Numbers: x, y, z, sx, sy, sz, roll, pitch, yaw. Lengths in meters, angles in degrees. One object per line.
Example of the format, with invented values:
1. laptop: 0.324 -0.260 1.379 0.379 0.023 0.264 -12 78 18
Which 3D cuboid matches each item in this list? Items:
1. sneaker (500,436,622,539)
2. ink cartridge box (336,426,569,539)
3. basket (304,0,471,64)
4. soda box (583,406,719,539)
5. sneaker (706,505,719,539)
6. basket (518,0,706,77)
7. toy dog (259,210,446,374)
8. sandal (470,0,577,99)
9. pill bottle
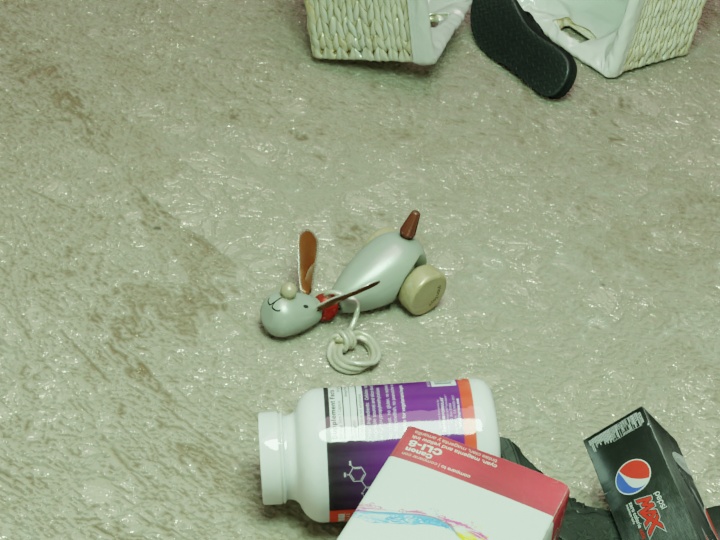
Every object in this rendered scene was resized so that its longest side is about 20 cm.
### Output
1. sneaker: 0.171 0.219 1.566 0.103 0.060 0.200 8 32 -17
2. ink cartridge box: 0.054 0.250 1.413 0.144 0.146 0.200 20 36 13
3. basket: 0.030 -0.369 2.200 0.159 0.201 0.199 1 31 19
4. soda box: 0.254 0.213 1.540 0.063 0.071 0.201 -33 42 16
5. sneaker: 0.362 0.209 1.602 0.198 0.082 0.073 -7 41 -20
6. basket: 0.322 -0.381 2.315 0.160 0.201 0.198 -16 43 -35
7. toy dog: 0.000 0.000 1.791 0.131 0.097 0.200 25 38 21
8. sandal: 0.199 -0.274 2.261 0.048 0.076 0.201 11 34 -46
9. pill bottle: 0.015 0.152 1.557 0.198 0.113 0.113 -4 36 -2
